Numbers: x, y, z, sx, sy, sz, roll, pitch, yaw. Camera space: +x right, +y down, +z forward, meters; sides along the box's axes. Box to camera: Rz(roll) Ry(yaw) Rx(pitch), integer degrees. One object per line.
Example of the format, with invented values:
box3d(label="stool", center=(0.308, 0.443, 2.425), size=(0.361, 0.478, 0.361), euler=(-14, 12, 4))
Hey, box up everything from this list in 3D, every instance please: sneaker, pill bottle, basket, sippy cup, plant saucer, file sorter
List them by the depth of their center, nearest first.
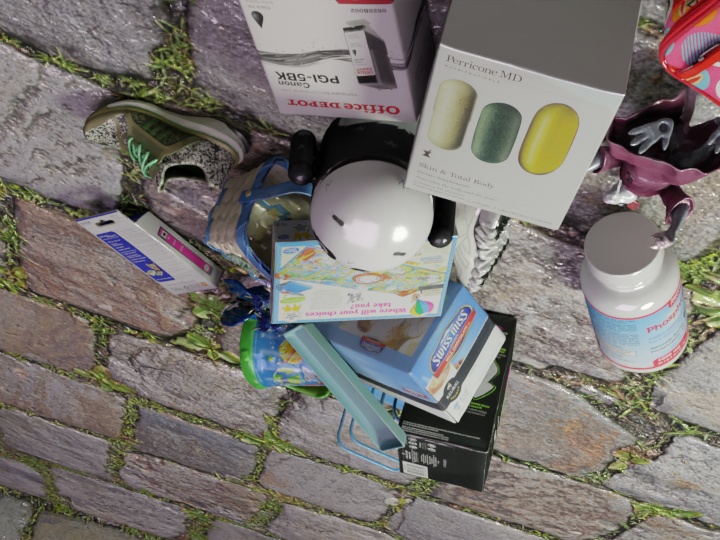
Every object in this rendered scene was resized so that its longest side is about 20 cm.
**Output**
box3d(label="pill bottle", center=(0.307, 0.025, 1.213), size=(0.108, 0.109, 0.200), euler=(2, 149, 23))
box3d(label="sneaker", center=(-0.232, -0.135, 1.233), size=(0.199, 0.089, 0.077), euler=(10, 151, 12))
box3d(label="sneaker", center=(0.128, -0.045, 1.239), size=(0.081, 0.075, 0.200), euler=(28, 153, 14))
box3d(label="basket", center=(-0.069, -0.045, 1.250), size=(0.199, 0.140, 0.176), euler=(-9, 145, 43))
box3d(label="plant saucer", center=(-0.018, 0.145, 1.354), size=(0.200, 0.019, 0.070), euler=(49, 152, -6))
box3d(label="sippy cup", center=(-0.080, 0.102, 1.496), size=(0.130, 0.140, 0.178), euler=(6, 173, 23))
box3d(label="file sorter", center=(0.068, 0.218, 1.655), size=(0.138, 0.123, 0.200), euler=(27, 150, -17))

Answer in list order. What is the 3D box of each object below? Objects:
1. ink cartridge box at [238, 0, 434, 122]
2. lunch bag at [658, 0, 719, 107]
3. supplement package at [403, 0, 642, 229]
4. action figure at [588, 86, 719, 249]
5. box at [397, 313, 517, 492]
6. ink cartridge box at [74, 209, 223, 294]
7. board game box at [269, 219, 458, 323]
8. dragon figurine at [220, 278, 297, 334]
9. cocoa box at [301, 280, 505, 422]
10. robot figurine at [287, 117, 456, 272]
box3d(label="ink cartridge box", center=(-0.021, -0.230, 0.968), size=(0.146, 0.083, 0.200), euler=(6, 149, 17))
box3d(label="lunch bag", center=(0.336, -0.207, 0.838), size=(0.176, 0.082, 0.200), euler=(30, 147, -15))
box3d(label="supplement package", center=(0.137, -0.165, 0.930), size=(0.151, 0.151, 0.200), euler=(16, 151, 2))
box3d(label="action figure", center=(0.277, -0.112, 1.035), size=(0.134, 0.149, 0.200), euler=(35, 172, 7))
box3d(label="box", center=(0.131, 0.170, 1.458), size=(0.124, 0.201, 0.149), euler=(12, 150, 11))
box3d(label="ink cartridge box", center=(-0.291, -0.033, 1.496), size=(0.094, 0.037, 0.200), euler=(-9, 145, 39))
box3d(label="board game box", center=(0.000, 0.000, 1.201), size=(0.199, 0.034, 0.135), euler=(-2, 137, -10))
box3d(label="dragon figurine", center=(-0.143, 0.042, 1.368), size=(0.099, 0.059, 0.199), euler=(4, -177, -43))
box3d(label="cocoa box", center=(0.052, 0.080, 1.358), size=(0.199, 0.134, 0.131), euler=(18, 158, 43))
box3d(label="robot figurine", center=(0.013, -0.085, 1.073), size=(0.149, 0.200, 0.125), euler=(-8, 127, 10))
